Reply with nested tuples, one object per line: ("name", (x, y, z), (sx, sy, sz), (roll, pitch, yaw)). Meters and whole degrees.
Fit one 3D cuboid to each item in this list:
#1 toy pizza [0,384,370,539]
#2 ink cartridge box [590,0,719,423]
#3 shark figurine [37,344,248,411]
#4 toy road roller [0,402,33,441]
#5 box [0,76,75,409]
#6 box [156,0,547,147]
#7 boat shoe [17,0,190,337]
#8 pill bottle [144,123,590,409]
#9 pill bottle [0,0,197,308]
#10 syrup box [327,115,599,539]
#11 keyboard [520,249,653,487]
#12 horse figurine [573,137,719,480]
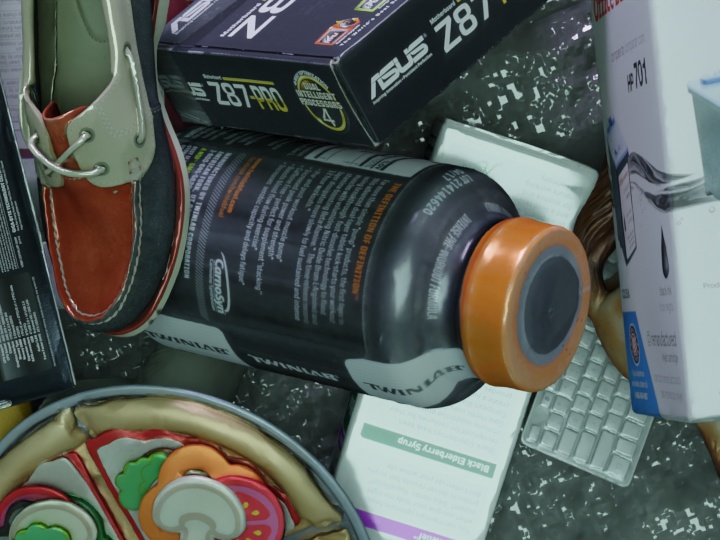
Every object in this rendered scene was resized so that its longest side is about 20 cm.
("toy pizza", (-0.090, 0.145, 1.162), (0.199, 0.032, 0.202), (5, 116, 10))
("ink cartridge box", (0.154, -0.041, 1.069), (0.085, 0.146, 0.202), (-7, 88, -3))
("shark figurine", (-0.072, 0.116, 1.193), (0.127, 0.089, 0.216), (-5, 89, -36))
("toy road roller", (-0.215, 0.022, 1.199), (0.145, 0.123, 0.201), (16, 95, -15))
("box", (-0.222, -0.025, 1.101), (0.158, 0.046, 0.201), (-15, 102, -10))
("box", (0.022, -0.134, 1.124), (0.200, 0.161, 0.049), (-41, 116, -22))
("boat shoe", (-0.116, -0.071, 1.095), (0.071, 0.062, 0.202), (2, 93, 26))
("pill bottle", (0.000, 0.000, 1.116), (0.199, 0.106, 0.107), (12, 96, 35))
("pill bottle", (-0.128, -0.087, 1.189), (0.109, 0.110, 0.202), (-2, 95, 1))
("syrup box", (0.044, 0.034, 1.211), (0.081, 0.079, 0.201), (18, 95, -1))
("keyboard", (0.134, 0.000, 1.209), (0.056, 0.011, 0.201), (21, 75, 1))
("horse figurine", (0.166, 0.028, 1.166), (0.200, 0.050, 0.133), (40, 88, -2))
